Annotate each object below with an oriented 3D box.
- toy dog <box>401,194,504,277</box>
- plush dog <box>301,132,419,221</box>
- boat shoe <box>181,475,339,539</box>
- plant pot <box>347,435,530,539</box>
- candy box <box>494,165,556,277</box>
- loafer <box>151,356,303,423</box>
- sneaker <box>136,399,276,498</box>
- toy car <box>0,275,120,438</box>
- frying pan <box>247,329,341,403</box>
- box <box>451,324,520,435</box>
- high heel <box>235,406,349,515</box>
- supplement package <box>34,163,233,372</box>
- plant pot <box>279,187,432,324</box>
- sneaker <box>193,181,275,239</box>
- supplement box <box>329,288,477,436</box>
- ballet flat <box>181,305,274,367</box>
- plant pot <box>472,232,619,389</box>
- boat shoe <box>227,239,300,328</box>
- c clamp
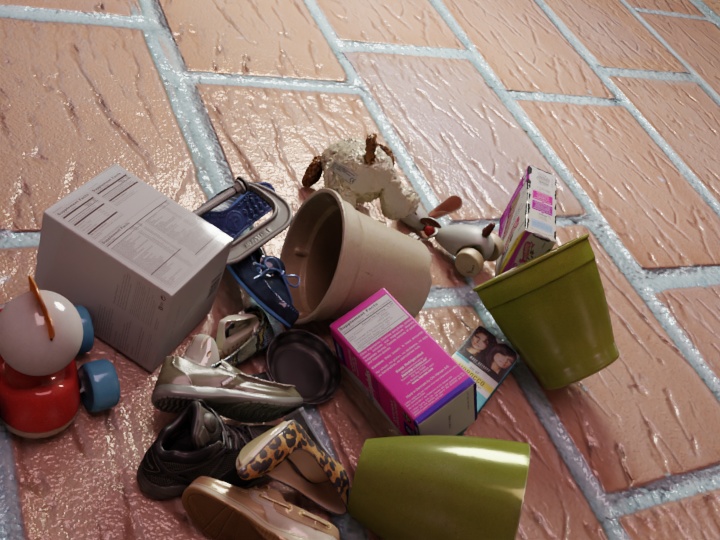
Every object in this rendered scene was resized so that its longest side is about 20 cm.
[{"bbox_3d":[0.160,-0.076,1.522,0.198,0.097,0.132,20,39,1],"label":"toy dog"},{"bbox_3d":[-0.010,-0.174,1.507,0.197,0.162,0.172,-10,27,-16],"label":"plush dog"},{"bbox_3d":[-0.113,0.291,1.035,0.199,0.074,0.069,31,36,-7],"label":"boat shoe"},{"bbox_3d":[0.090,0.280,1.087,0.197,0.189,0.188,14,40,8],"label":"plant pot"},{"bbox_3d":[0.294,-0.073,1.571,0.060,0.137,0.201,19,40,-4],"label":"candy box"},{"bbox_3d":[-0.161,0.142,1.097,0.198,0.075,0.070,13,55,-32],"label":"loafer"},{"bbox_3d":[-0.161,0.209,1.060,0.197,0.115,0.077,-1,48,-32],"label":"sneaker"},{"bbox_3d":[-0.379,0.073,1.019,0.183,0.201,0.178,-11,52,-36],"label":"toy car"},{"bbox_3d":[-0.100,0.153,1.202,0.115,0.031,0.190,45,45,5],"label":"frying pan"},{"bbox_3d":[0.158,0.168,1.315,0.082,0.049,0.200,37,42,12],"label":"box"},{"bbox_3d":[-0.071,0.249,1.038,0.144,0.071,0.200,61,18,3],"label":"high heel"},{"bbox_3d":[-0.303,-0.006,1.177,0.199,0.153,0.151,32,40,7],"label":"supplement package"},{"bbox_3d":[0.000,0.000,1.321,0.182,0.201,0.202,16,40,-29],"label":"plant pot"},{"bbox_3d":[-0.221,-0.077,1.364,0.199,0.077,0.071,-33,111,-34],"label":"sneaker"},{"bbox_3d":[0.058,0.137,1.203,0.103,0.102,0.200,-32,54,-16],"label":"supplement box"},{"bbox_3d":[-0.192,0.104,1.180,0.074,0.075,0.200,37,38,13],"label":"ballet flat"},{"bbox_3d":[0.305,0.073,1.376,0.199,0.200,0.195,-22,85,-41],"label":"plant pot"},{"bbox_3d":[-0.140,0.003,1.266,0.069,0.084,0.200,-43,50,-3],"label":"boat shoe"},{"bbox_3d":[-0.205,-0.082,1.288,0.199,0.027,0.171,-31,60,-33],"label":"c clamp"}]
